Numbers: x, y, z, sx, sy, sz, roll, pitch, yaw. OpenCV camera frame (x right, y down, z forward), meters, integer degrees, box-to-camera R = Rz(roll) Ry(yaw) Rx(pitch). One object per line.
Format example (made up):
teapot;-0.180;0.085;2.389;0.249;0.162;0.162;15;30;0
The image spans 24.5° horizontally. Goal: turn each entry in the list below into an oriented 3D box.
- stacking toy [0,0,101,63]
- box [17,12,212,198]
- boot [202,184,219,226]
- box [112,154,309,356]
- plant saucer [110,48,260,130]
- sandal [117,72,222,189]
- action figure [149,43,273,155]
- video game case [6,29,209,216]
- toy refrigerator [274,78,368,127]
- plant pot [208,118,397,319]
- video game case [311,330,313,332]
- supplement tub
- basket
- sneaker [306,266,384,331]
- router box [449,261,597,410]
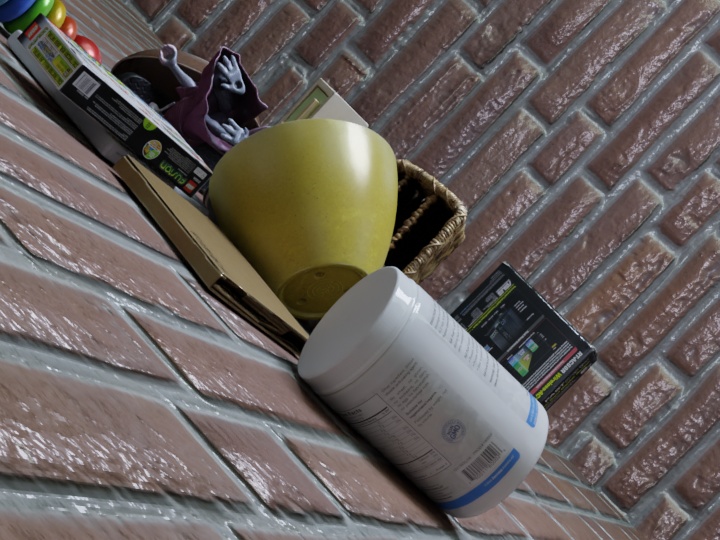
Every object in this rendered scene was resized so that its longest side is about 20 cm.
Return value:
stacking toy;-0.340;-0.269;1.720;0.200;0.085;0.085;47;1;-34
box;-0.232;-0.156;1.583;0.200;0.035;0.110;41;4;-46
boot;-0.124;-0.066;1.875;0.199;0.074;0.150;25;8;-40
box;-0.134;-0.012;1.531;0.200;0.021;0.163;47;4;41
plant saucer;-0.203;-0.204;1.984;0.198;0.035;0.201;20;-24;9
sandal;-0.222;-0.169;1.957;0.200;0.075;0.045;39;-4;-35
action figure;-0.177;-0.170;1.844;0.149;0.135;0.199;38;-28;-21
video game case;-0.253;-0.144;1.674;0.200;0.023;0.182;47;4;33
toy refrigerator;-0.089;-0.135;2.020;0.070;0.200;0.076;42;4;-26
plant pot;-0.049;-0.036;1.689;0.200;0.199;0.143;40;32;-51
video game case;0.031;0.142;1.690;0.143;0.019;0.200;43;3;-33
supplement tub;0.057;0.108;1.449;0.200;0.132;0.132;44;3;-16
basket;0.015;-0.034;1.935;0.143;0.200;0.149;44;-4;8
sneaker;0.000;0.000;1.815;0.201;0.075;0.071;-72;145;-47
router box;0.153;0.113;1.908;0.150;0.200;0.062;46;-1;19
